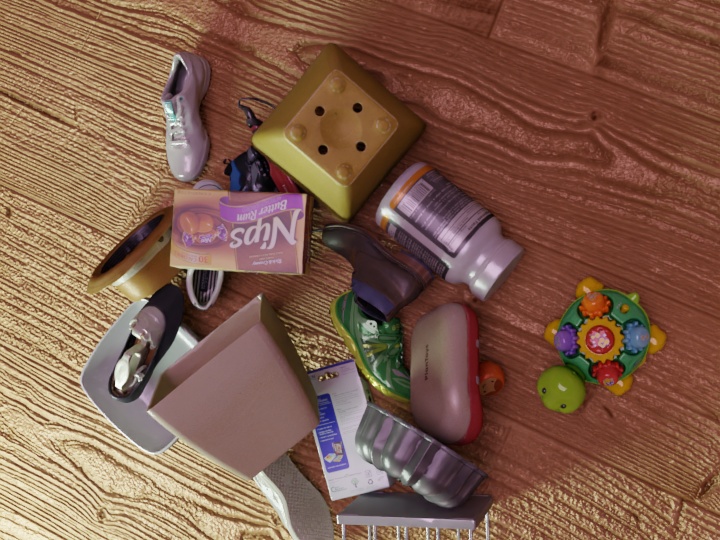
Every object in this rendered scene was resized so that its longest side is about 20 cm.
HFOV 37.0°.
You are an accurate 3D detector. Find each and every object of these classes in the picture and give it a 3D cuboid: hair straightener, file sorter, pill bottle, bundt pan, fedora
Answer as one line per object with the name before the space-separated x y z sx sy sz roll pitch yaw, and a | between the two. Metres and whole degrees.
hair straightener | -0.122 -0.179 1.645 0.041 0.077 0.201 -29 97 39
file sorter | 0.084 0.398 1.553 0.199 0.139 0.125 -2 93 17
pill bottle | 0.128 -0.054 1.543 0.200 0.116 0.117 40 101 12
bundt pan | 0.076 0.267 1.513 0.201 0.202 0.076 30 81 15
fedora | -0.329 -0.014 1.666 0.200 0.201 0.082 -34 110 15

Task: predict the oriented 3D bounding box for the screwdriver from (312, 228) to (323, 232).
screwdriver | -0.125 -0.058 1.673 0.199 0.028 0.029 -11 59 11

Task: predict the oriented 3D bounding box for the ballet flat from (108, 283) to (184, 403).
ballet flat | -0.329 0.114 1.636 0.073 0.073 0.201 30 99 15

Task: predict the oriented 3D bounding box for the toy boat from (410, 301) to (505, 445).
toy boat | 0.149 0.152 1.544 0.130 0.130 0.201 12 66 -25

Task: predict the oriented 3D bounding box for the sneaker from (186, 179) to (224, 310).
sneaker | -0.229 -0.036 1.639 0.073 0.071 0.201 -3 110 -16

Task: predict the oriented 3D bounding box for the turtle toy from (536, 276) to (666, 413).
turtle toy | 0.321 0.111 1.493 0.146 0.101 0.200 38 101 13

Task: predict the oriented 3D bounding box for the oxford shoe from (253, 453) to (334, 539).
oxford shoe | -0.108 0.350 1.656 0.200 0.075 0.058 56 146 1

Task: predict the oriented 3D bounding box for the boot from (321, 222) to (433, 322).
boot | 0.000 0.000 1.576 0.199 0.075 0.097 25 63 32

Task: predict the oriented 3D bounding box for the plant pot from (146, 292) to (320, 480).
plant pot | -0.165 0.179 1.550 0.200 0.200 0.177 -38 101 3

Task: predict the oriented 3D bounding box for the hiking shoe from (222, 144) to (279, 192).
hiking shoe | -0.156 -0.091 1.654 0.086 0.074 0.201 -23 69 33

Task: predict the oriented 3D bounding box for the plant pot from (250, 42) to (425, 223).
plant pot | -0.028 -0.196 1.508 0.194 0.200 0.196 40 92 -5

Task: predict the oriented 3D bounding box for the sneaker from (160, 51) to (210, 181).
sneaker | -0.283 -0.241 1.682 0.075 0.088 0.201 2 92 16

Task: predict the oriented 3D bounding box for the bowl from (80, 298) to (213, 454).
bowl | -0.321 0.166 1.707 0.200 0.075 0.200 41 101 13

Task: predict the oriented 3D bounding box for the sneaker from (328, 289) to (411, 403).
sneaker | 0.032 0.111 1.597 0.083 0.074 0.200 -40 79 18

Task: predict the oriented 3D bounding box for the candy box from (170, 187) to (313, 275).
candy box | -0.171 -0.056 1.568 0.199 0.056 0.117 4 88 10

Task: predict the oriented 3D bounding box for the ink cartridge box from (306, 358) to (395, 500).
ink cartridge box | -0.021 0.239 1.634 0.099 0.039 0.201 -16 88 17
